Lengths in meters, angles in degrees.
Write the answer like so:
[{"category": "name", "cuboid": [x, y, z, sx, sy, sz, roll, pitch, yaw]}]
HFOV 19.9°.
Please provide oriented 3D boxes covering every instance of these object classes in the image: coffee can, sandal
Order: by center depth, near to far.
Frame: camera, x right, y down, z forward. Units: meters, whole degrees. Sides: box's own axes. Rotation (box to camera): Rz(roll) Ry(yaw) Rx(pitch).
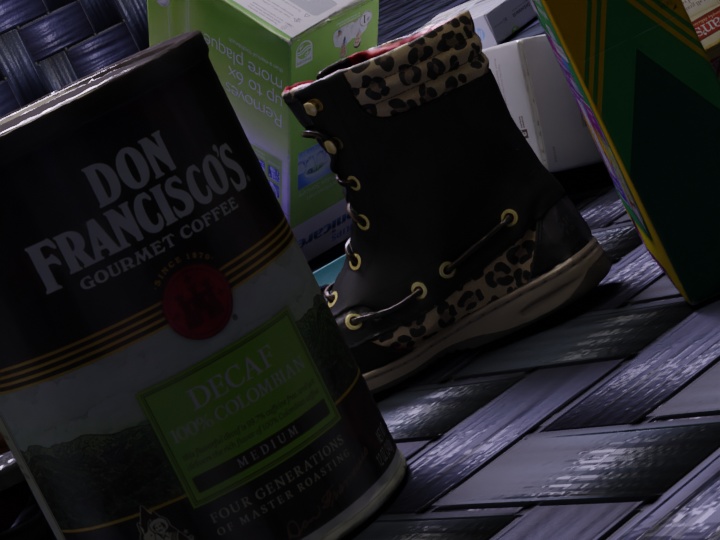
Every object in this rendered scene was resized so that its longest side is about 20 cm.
[{"category": "coffee can", "cuboid": [-0.088, 0.023, 0.840, 0.146, 0.200, 0.146, -25, 10, 5]}, {"category": "sandal", "cuboid": [-0.169, 0.114, 1.048, 0.075, 0.048, 0.200, -22, -2, 28]}]

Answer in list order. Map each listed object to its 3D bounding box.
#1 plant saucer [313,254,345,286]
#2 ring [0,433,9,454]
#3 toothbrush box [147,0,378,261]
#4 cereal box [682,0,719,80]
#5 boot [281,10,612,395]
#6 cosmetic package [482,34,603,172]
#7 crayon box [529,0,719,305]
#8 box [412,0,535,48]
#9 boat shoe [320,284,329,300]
[{"category": "plant saucer", "cuboid": [0.000, 0.000, 1.266, 0.200, 0.019, 0.070, -31, 11, -24]}, {"category": "ring", "cuboid": [-0.260, 0.127, 1.112, 0.200, 0.019, 0.200, -31, -4, -2]}, {"category": "toothbrush box", "cuboid": [-0.068, -0.123, 1.414, 0.086, 0.200, 0.146, -33, 53, -31]}, {"category": "cereal box", "cuboid": [0.137, -0.165, 1.133, 0.040, 0.200, 0.144, -27, -22, -10]}, {"category": "boot", "cuboid": [0.003, -0.023, 0.992, 0.200, 0.151, 0.073, -22, 11, 17]}, {"category": "cosmetic package", "cuboid": [0.086, -0.097, 1.297, 0.108, 0.085, 0.200, -15, 5, -35]}, {"category": "crayon box", "cuboid": [0.129, -0.090, 0.962, 0.058, 0.173, 0.200, -25, 10, 6]}, {"category": "box", "cuboid": [0.117, -0.266, 2.268, 0.156, 0.041, 0.200, -20, 11, 32]}, {"category": "boat shoe", "cuboid": [-0.096, 0.016, 1.116, 0.200, 0.093, 0.075, -17, -1, -34]}]
